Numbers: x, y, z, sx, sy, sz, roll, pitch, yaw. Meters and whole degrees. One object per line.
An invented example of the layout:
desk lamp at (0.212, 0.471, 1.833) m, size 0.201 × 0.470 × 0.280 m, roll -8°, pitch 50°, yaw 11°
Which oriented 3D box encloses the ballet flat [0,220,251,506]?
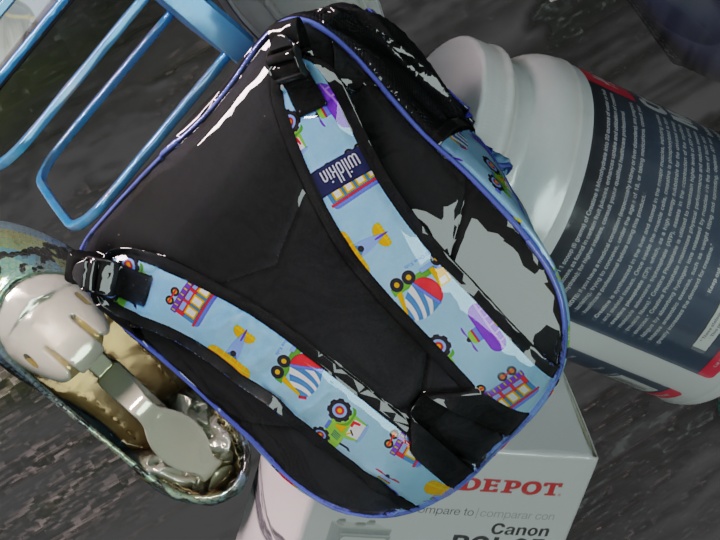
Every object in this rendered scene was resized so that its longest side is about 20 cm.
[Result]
ballet flat at (-0.127, 0.048, 1.203) m, size 0.200 × 0.074 × 0.074 m, roll 40°, pitch 88°, yaw -21°

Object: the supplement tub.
supplement tub at (0.114, -0.025, 1.227) m, size 0.199 × 0.140 × 0.141 m, roll 22°, pitch 94°, yaw -21°

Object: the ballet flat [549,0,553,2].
ballet flat at (0.035, -0.213, 1.208) m, size 0.064 × 0.076 × 0.200 m, roll -26°, pitch 108°, yaw 30°

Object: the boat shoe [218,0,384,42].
boat shoe at (-0.046, -0.171, 1.184) m, size 0.072 × 0.066 × 0.200 m, roll -33°, pitch 109°, yaw -9°

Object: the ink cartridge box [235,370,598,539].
ink cartridge box at (0.017, 0.139, 1.224) m, size 0.146 × 0.083 × 0.201 m, roll 5°, pitch 124°, yaw -18°

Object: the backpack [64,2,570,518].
backpack at (0.000, 0.000, 1.084) m, size 0.200 × 0.135 × 0.183 m, roll 44°, pitch 108°, yaw 2°

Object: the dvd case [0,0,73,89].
dvd case at (-0.216, -0.148, 1.159) m, size 0.143 × 0.018 × 0.200 m, roll 40°, pitch 87°, yaw -20°

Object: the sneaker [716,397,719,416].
sneaker at (0.238, 0.038, 1.308) m, size 0.074 × 0.088 × 0.201 m, roll -15°, pitch 105°, yaw -14°

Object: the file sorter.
file sorter at (-0.171, -0.130, 1.096) m, size 0.200 × 0.139 × 0.123 m, roll 39°, pitch 92°, yaw -22°

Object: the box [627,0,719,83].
box at (0.189, -0.185, 1.177) m, size 0.123 × 0.198 × 0.200 m, roll -43°, pitch 117°, yaw -4°
